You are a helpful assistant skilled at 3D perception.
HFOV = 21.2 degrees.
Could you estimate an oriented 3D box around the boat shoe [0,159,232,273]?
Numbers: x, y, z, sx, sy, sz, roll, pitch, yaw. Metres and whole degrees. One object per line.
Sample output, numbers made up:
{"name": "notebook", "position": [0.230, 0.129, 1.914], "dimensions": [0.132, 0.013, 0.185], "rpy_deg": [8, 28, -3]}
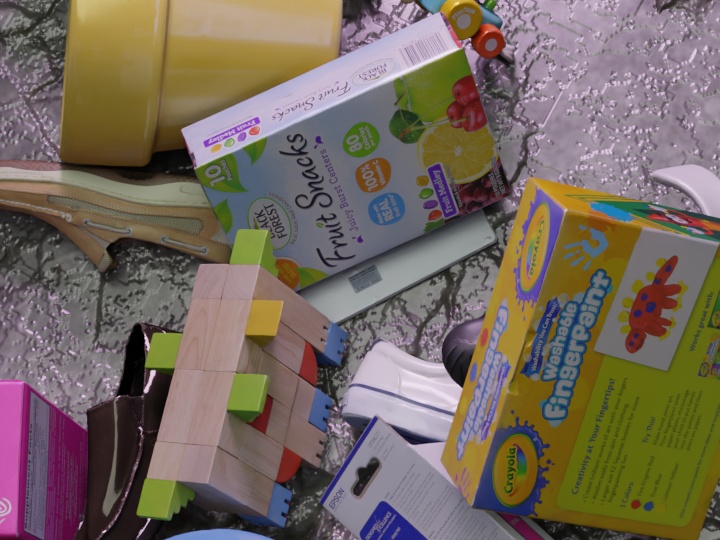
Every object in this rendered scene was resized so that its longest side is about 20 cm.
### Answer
{"name": "boat shoe", "position": [-0.186, -0.037, 1.395], "dimensions": [0.198, 0.072, 0.077], "rpy_deg": [6, 91, 8]}

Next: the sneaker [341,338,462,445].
{"name": "sneaker", "position": [0.087, 0.097, 1.327], "dimensions": [0.198, 0.073, 0.071], "rpy_deg": [18, 75, 8]}

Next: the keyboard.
{"name": "keyboard", "position": [0.000, 0.000, 1.396], "dimensions": [0.199, 0.011, 0.057], "rpy_deg": [-27, 79, -2]}

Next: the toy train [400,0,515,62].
{"name": "toy train", "position": [0.038, -0.228, 1.386], "dimensions": [0.199, 0.150, 0.056], "rpy_deg": [36, 104, 6]}

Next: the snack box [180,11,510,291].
{"name": "snack box", "position": [-0.007, -0.075, 1.339], "dimensions": [0.199, 0.143, 0.053], "rpy_deg": [-24, 42, 0]}

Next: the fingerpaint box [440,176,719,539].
{"name": "fingerpaint box", "position": [0.161, 0.058, 1.222], "dimensions": [0.165, 0.073, 0.202], "rpy_deg": [10, 107, -19]}

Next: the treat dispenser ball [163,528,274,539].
{"name": "treat dispenser ball", "position": [-0.091, 0.268, 1.230], "dimensions": [0.199, 0.201, 0.203], "rpy_deg": [-1, 74, 5]}

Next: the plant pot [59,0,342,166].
{"name": "plant pot", "position": [-0.115, -0.171, 1.369], "dimensions": [0.187, 0.201, 0.203], "rpy_deg": [4, 74, -11]}

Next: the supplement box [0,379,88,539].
{"name": "supplement box", "position": [-0.248, 0.140, 1.279], "dimensions": [0.100, 0.200, 0.104], "rpy_deg": [-1, 74, 5]}

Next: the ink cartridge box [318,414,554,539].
{"name": "ink cartridge box", "position": [0.069, 0.188, 1.296], "dimensions": [0.200, 0.037, 0.095], "rpy_deg": [40, 125, 12]}

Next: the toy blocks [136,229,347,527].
{"name": "toy blocks", "position": [-0.071, 0.092, 1.315], "dimensions": [0.099, 0.137, 0.202], "rpy_deg": [1, 67, 31]}

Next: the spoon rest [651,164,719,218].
{"name": "spoon rest", "position": [0.228, 0.033, 1.300], "dimensions": [0.099, 0.060, 0.202], "rpy_deg": [-11, 106, -33]}

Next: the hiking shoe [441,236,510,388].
{"name": "hiking shoe", "position": [0.119, 0.022, 1.322], "dimensions": [0.199, 0.076, 0.101], "rpy_deg": [-17, 54, -38]}

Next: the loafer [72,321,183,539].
{"name": "loafer", "position": [-0.164, 0.121, 1.318], "dimensions": [0.071, 0.073, 0.201], "rpy_deg": [35, 51, -24]}
